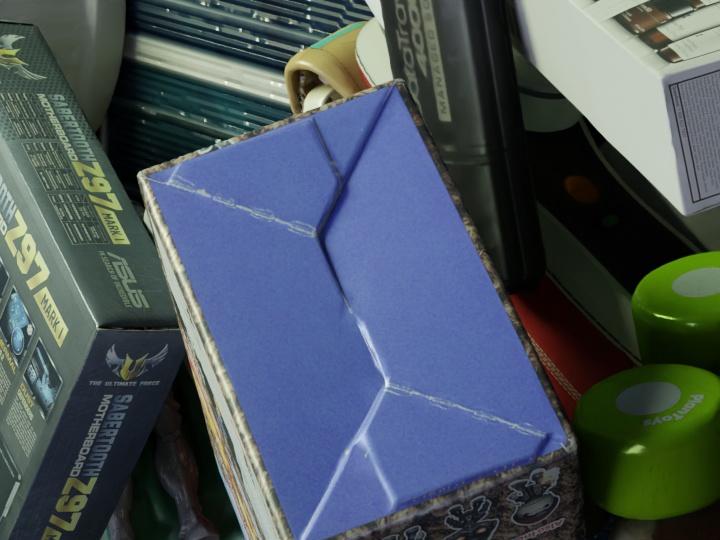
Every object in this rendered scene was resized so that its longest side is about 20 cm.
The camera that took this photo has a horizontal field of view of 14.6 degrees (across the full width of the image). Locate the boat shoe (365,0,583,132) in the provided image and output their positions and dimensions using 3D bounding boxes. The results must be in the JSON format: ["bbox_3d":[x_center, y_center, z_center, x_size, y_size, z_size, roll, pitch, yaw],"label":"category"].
[{"bbox_3d":[0.032,-0.144,1.058,0.201,0.072,0.066,62,145,26],"label":"boat shoe"}]

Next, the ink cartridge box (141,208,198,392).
[{"bbox_3d":[-0.037,0.070,1.179,0.201,0.043,0.174,63,162,15],"label":"ink cartridge box"}]

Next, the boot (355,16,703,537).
[{"bbox_3d":[0.047,0.004,1.100,0.200,0.072,0.145,51,135,21],"label":"boot"}]

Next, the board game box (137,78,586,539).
[{"bbox_3d":[0.006,0.066,0.964,0.200,0.096,0.160,80,168,-56],"label":"board game box"}]

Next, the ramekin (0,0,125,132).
[{"bbox_3d":[-0.210,-0.133,1.322,0.200,0.105,0.202,17,113,45],"label":"ramekin"}]

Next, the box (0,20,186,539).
[{"bbox_3d":[-0.150,0.014,1.207,0.200,0.051,0.158,58,136,38],"label":"box"}]

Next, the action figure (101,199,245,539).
[{"bbox_3d":[-0.113,0.037,1.275,0.055,0.117,0.201,86,168,-71],"label":"action figure"}]

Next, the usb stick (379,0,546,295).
[{"bbox_3d":[0.031,-0.086,0.999,0.055,0.032,0.201,14,120,50],"label":"usb stick"}]

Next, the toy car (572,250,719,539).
[{"bbox_3d":[0.189,0.094,0.937,0.199,0.158,0.165,-2,117,23],"label":"toy car"}]

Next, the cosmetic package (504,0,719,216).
[{"bbox_3d":[0.107,-0.082,0.922,0.200,0.082,0.051,-124,20,-66],"label":"cosmetic package"}]

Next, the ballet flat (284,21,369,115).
[{"bbox_3d":[0.000,0.000,1.153,0.068,0.063,0.201,0,101,48],"label":"ballet flat"}]
